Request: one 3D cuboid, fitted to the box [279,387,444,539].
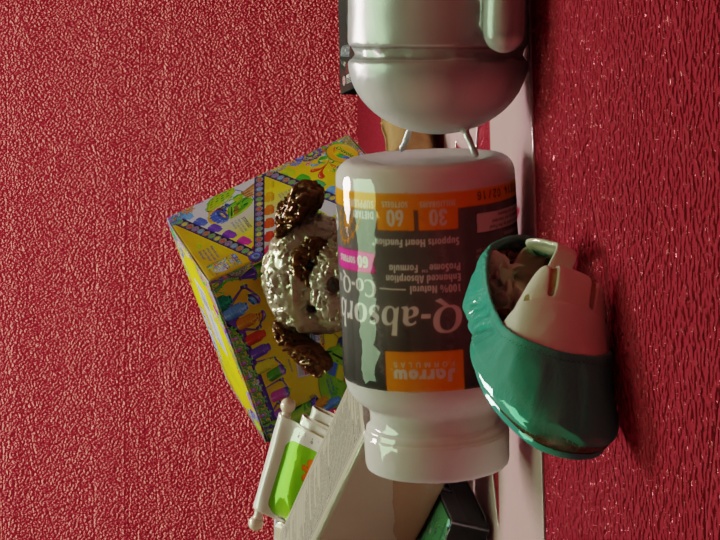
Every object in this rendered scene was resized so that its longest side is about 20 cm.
[{"bbox_3d":[0.002,0.179,1.386,0.095,0.077,0.201,-94,23,-52],"label":"box"}]

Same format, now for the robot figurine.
[{"bbox_3d":[0.048,-0.172,1.091,0.169,0.112,0.201,13,106,62],"label":"robot figurine"}]

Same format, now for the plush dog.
[{"bbox_3d":[0.000,0.000,1.507,0.161,0.171,0.201,-102,11,-78],"label":"plush dog"}]

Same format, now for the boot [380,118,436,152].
[{"bbox_3d":[0.048,-0.143,1.687,0.200,0.066,0.176,-93,-8,-55],"label":"boot"}]

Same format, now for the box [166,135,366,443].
[{"bbox_3d":[-0.048,0.018,1.639,0.122,0.192,0.201,51,161,51],"label":"box"}]

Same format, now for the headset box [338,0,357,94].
[{"bbox_3d":[0.038,-0.242,1.346,0.149,0.077,0.201,176,92,-71],"label":"headset box"}]

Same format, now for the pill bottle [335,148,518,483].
[{"bbox_3d":[0.045,0.026,1.125,0.116,0.116,0.201,-107,14,-80],"label":"pill bottle"}]

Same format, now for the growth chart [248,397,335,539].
[{"bbox_3d":[-0.012,0.192,1.509,0.018,0.199,0.146,-1,-77,-53],"label":"growth chart"}]

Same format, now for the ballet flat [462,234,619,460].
[{"bbox_3d":[0.087,0.024,0.859,0.200,0.067,0.071,-107,30,-73],"label":"ballet flat"}]

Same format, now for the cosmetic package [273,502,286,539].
[{"bbox_3d":[0.001,0.312,1.640,0.165,0.164,0.201,111,158,-81],"label":"cosmetic package"}]

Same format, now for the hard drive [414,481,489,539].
[{"bbox_3d":[0.042,0.257,1.388,0.140,0.038,0.201,-118,44,-69],"label":"hard drive"}]
